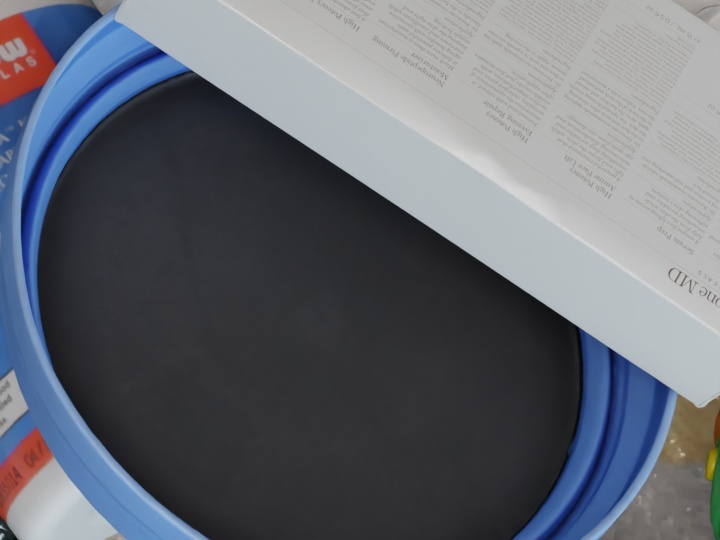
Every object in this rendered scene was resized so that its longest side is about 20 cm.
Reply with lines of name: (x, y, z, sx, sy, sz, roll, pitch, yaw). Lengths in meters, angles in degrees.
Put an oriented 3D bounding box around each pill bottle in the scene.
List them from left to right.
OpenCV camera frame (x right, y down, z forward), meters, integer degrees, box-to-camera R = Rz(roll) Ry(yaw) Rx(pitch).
pill bottle: (-0.108, -0.024, 0.879, 0.112, 0.112, 0.200, -36, 78, 0)

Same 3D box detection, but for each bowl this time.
bowl: (-0.007, 0.007, 0.813, 0.200, 0.039, 0.201, 11, 60, -19)

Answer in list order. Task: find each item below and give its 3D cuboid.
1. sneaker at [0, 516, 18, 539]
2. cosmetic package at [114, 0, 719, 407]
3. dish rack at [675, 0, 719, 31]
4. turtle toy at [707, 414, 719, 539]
sneaker: (-0.113, 0.109, 0.921, 0.200, 0.073, 0.112, 37, 92, -2)
cosmetic package: (0.038, -0.052, 0.806, 0.200, 0.051, 0.083, 34, 63, -4)
dish rack: (0.104, -0.141, 0.891, 0.200, 0.044, 0.172, -39, 74, -11)
turtle toy: (0.179, 0.096, 0.902, 0.200, 0.146, 0.101, 40, 124, -18)
